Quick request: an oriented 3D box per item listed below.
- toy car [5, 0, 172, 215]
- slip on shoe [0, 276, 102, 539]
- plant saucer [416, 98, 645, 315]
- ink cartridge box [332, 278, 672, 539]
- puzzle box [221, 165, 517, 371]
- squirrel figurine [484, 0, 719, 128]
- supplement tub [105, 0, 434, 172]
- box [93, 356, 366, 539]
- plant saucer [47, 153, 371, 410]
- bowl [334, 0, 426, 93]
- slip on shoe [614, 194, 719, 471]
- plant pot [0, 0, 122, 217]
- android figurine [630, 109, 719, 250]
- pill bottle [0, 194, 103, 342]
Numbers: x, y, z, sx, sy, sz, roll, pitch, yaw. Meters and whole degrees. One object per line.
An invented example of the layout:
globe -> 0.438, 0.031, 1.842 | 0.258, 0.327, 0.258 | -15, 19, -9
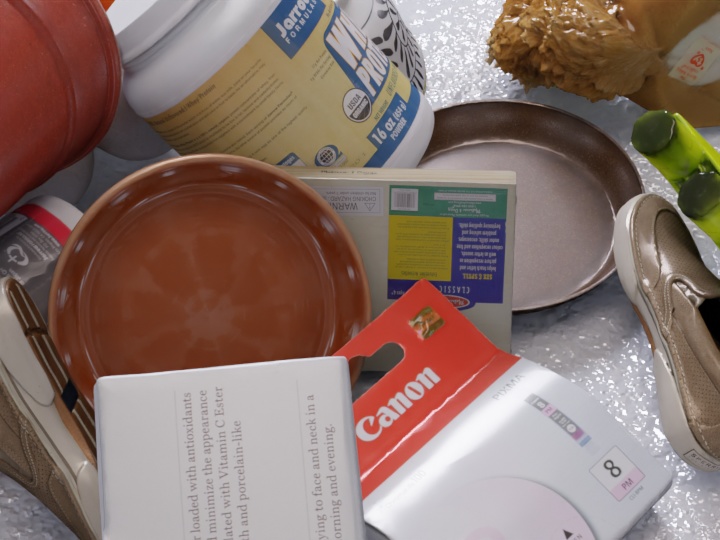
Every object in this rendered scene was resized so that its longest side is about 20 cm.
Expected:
toy car -> -0.223, -0.148, 1.385 | 0.200, 0.150, 0.175 | -31, 54, -9
slip on shoe -> -0.188, 0.103, 1.176 | 0.060, 0.200, 0.076 | -26, 11, 6
plant saucer -> 0.095, -0.039, 1.366 | 0.200, 0.032, 0.201 | -1, 49, 1
ink cartridge box -> 0.062, 0.110, 1.184 | 0.200, 0.057, 0.162 | 47, 62, 7
puzzle box -> 0.000, 0.000, 1.272 | 0.199, 0.133, 0.025 | 2, 21, 3
squirrel figurine -> 0.187, -0.200, 1.440 | 0.199, 0.142, 0.187 | -14, 43, -13
supplement tub -> -0.065, -0.123, 1.313 | 0.145, 0.200, 0.145 | -39, 21, 18
box -> -0.061, 0.166, 1.038 | 0.130, 0.200, 0.200 | -5, 75, -2
plant saucer -> -0.093, 0.027, 1.231 | 0.200, 0.201, 0.032 | -12, 10, -8
bowl -> -0.052, -0.175, 1.451 | 0.200, 0.094, 0.201 | -2, 49, 2
slip on shoe -> 0.213, 0.028, 1.254 | 0.076, 0.061, 0.200 | 24, 43, -31
plant pot -> -0.275, -0.092, 1.205 | 0.200, 0.201, 0.195 | 13, 38, 13
android figurine -> 0.241, -0.024, 1.251 | 0.041, 0.200, 0.182 | -40, 49, 12
pill bottle -> -0.247, 0.048, 1.249 | 0.200, 0.111, 0.111 | -37, 57, -26
